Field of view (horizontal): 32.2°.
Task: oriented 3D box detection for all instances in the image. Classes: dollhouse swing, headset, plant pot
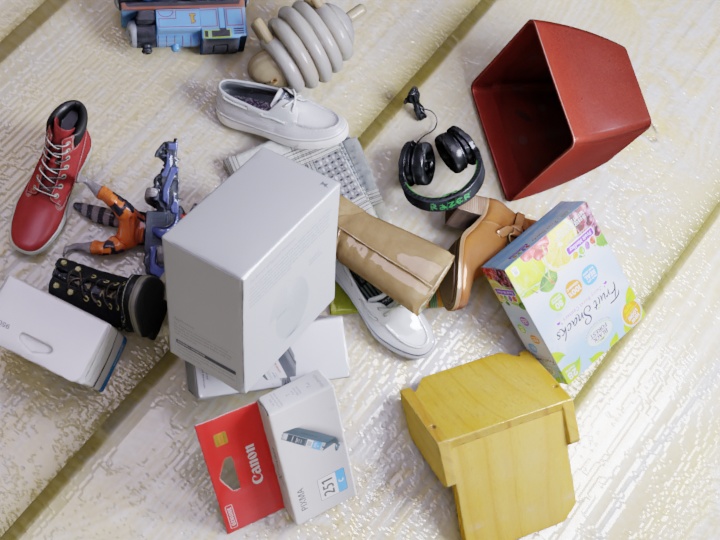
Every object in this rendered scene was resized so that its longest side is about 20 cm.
[{"bbox_3d":[0.182,0.247,1.717,0.199,0.177,0.182,-17,34,-15],"label":"dollhouse swing"},{"bbox_3d":[0.106,-0.175,1.806,0.123,0.094,0.201,-18,48,4],"label":"headset"},{"bbox_3d":[0.305,-0.237,1.834,0.175,0.200,0.201,-7,72,-26],"label":"plant pot"}]

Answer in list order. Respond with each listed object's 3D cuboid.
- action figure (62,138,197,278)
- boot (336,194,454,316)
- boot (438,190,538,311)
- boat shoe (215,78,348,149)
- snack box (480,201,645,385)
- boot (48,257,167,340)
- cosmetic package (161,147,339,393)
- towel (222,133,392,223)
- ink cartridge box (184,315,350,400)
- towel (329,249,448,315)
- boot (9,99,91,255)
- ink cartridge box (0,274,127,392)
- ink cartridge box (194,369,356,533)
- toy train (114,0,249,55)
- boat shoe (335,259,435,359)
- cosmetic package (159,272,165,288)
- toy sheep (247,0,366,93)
[{"bbox_3d":[-0.297,-0.088,1.710,0.192,0.105,0.201,10,94,-12],"label":"action figure"},{"bbox_3d":[0.000,0.000,1.671,0.199,0.066,0.176,32,82,5],"label":"boot"},{"bbox_3d":[0.195,-0.016,1.778,0.154,0.074,0.201,18,60,-16],"label":"boot"},{"bbox_3d":[-0.114,-0.232,1.786,0.199,0.069,0.072,19,56,14],"label":"boat shoe"},{"bbox_3d":[0.288,0.030,1.753,0.168,0.068,0.201,-39,110,-20],"label":"snack box"},{"bbox_3d":[-0.333,0.030,1.611,0.153,0.204,0.074,21,77,1],"label":"boot"},{"bbox_3d":[-0.129,-0.002,1.500,0.122,0.201,0.199,27,49,19],"label":"cosmetic package"},{"bbox_3d":[-0.071,-0.112,1.794,0.199,0.035,0.193,-22,76,-17],"label":"towel"},{"bbox_3d":[-0.127,0.111,1.639,0.199,0.145,0.084,-7,90,-13],"label":"ink cartridge box"},{"bbox_3d":[0.050,0.015,1.781,0.199,0.018,0.087,-4,71,-12],"label":"towel"},{"bbox_3d":[-0.420,-0.127,1.676,0.072,0.144,0.201,21,70,-5],"label":"boot"},{"bbox_3d":[-0.383,0.084,1.573,0.144,0.200,0.085,26,81,-1],"label":"ink cartridge box"},{"bbox_3d":[-0.103,0.244,1.587,0.175,0.201,0.045,-24,38,-17],"label":"ink cartridge box"},{"bbox_3d":[-0.258,-0.375,1.825,0.199,0.087,0.115,-4,78,-12],"label":"toy train"},{"bbox_3d":[0.028,0.043,1.728,0.200,0.067,0.074,44,74,3],"label":"boat shoe"},{"bbox_3d":[-0.170,-0.034,1.678,0.087,0.103,0.201,44,69,-30],"label":"cosmetic package"},{"bbox_3d":[-0.078,-0.336,1.820,0.199,0.138,0.138,-33,79,-3],"label":"toy sheep"}]
